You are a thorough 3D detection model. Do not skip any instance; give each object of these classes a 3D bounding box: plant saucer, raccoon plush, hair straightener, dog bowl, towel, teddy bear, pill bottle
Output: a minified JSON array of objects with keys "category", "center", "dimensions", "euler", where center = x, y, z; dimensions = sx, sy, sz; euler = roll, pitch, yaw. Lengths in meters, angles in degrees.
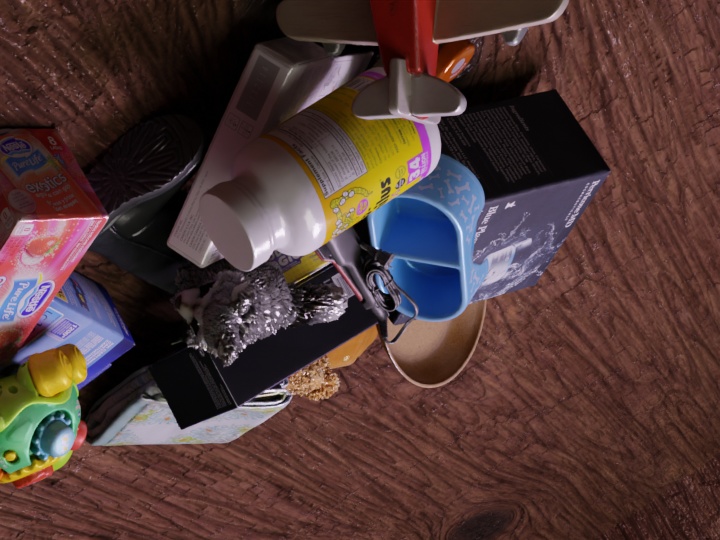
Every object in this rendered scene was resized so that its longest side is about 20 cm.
[{"category":"plant saucer","center":[0.070,0.027,1.978],"dimensions":[0.035,0.203,0.199],"euler":[4,-179,39]},{"category":"raccoon plush","center":[-0.079,0.027,1.612],"dimensions":[0.198,0.134,0.098],"euler":[-10,107,-25]},{"category":"hair straightener","center":[0.000,0.000,1.661],"dimensions":[0.041,0.077,0.201],"euler":[-49,131,-25]},{"category":"dog bowl","center":[0.059,-0.027,1.679],"dimensions":[0.201,0.110,0.050],"euler":[83,23,-48]},{"category":"towel","center":[-0.185,0.149,1.902],"dimensions":[0.169,0.049,0.200],"euler":[5,160,-27]},{"category":"teddy bear","center":[-0.100,0.105,1.955],"dimensions":[0.200,0.143,0.067],"euler":[70,35,-69]},{"category":"pill bottle","center":[-0.035,-0.080,1.486],"dimensions":[0.199,0.104,0.105],"euler":[-34,159,-26]}]

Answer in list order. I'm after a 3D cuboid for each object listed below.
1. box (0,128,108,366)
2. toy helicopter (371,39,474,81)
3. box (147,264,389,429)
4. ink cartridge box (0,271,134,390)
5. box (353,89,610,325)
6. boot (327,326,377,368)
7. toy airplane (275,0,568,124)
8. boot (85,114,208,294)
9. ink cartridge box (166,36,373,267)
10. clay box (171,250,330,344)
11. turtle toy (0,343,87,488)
[{"category":"box","center":[-0.309,-0.015,1.489],"dimensions":[0.094,0.103,0.200],"euler":[-5,143,-47]},{"category":"toy helicopter","center":[0.015,-0.152,1.622],"dimensions":[0.200,0.079,0.132],"euler":[-45,169,-5]},{"category":"box","center":[-0.091,0.070,1.776],"dimensions":[0.199,0.079,0.141],"euler":[-30,-175,-31]},{"category":"ink cartridge box","center":[-0.305,0.063,1.673],"dimensions":[0.136,0.077,0.200],"euler":[-36,157,7]},{"category":"box","center":[0.116,-0.065,1.828],"dimensions":[0.198,0.118,0.197],"euler":[-15,150,-33]},{"category":"boot","center":[-0.033,0.061,1.986],"dimensions":[0.200,0.071,0.145],"euler":[-20,147,-40]},{"category":"toy airplane","center":[0.048,-0.215,1.435],"dimensions":[0.200,0.200,0.141],"euler":[-53,170,31]},{"category":"boot","center":[-0.166,-0.056,1.623],"dimensions":[0.164,0.066,0.200],"euler":[-32,154,14]},{"category":"ink cartridge box","center":[-0.079,-0.111,1.587],"dimensions":[0.201,0.044,0.176],"euler":[-63,166,20]},{"category":"clay box","center":[-0.101,0.006,1.755],"dimensions":[0.199,0.048,0.115],"euler":[-28,-179,3]},{"category":"turtle toy","center":[-0.298,0.135,1.572],"dimensions":[0.144,0.102,0.200],"euler":[-22,179,2]}]
